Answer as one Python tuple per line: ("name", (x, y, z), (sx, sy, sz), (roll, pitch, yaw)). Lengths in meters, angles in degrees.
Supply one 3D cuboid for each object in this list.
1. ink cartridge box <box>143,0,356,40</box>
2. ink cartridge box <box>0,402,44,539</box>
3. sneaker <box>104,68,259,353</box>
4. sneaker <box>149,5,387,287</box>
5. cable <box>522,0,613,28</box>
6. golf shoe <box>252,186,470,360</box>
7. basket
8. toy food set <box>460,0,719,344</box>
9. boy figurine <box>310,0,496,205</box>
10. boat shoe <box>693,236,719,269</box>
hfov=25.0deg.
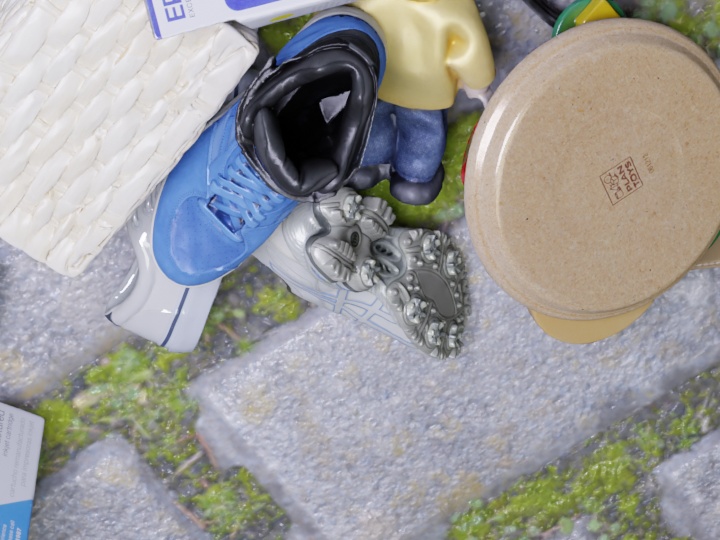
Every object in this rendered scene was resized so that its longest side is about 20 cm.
("ink cartridge box", (-0.040, -0.240, 0.882), (0.198, 0.047, 0.200), (-15, 89, -5))
("ink cartridge box", (-0.314, 0.137, 1.030), (0.199, 0.146, 0.084), (24, 133, -25))
("sneaker", (-0.112, -0.038, 1.028), (0.070, 0.073, 0.201), (14, 113, -14))
("sneaker", (-0.059, -0.058, 0.922), (0.077, 0.111, 0.200), (40, 106, -11))
("cable", (0.091, -0.200, 1.007), (0.198, 0.051, 0.098), (7, 128, -1))
("golf shoe", (0.000, 0.000, 1.077), (0.097, 0.079, 0.200), (1, 156, 36))
("basket", (-0.163, -0.116, 0.942), (0.135, 0.124, 0.200), (33, 108, -26))
("toy food set", (0.154, -0.062, 1.012), (0.198, 0.049, 0.200), (-47, 118, 1))
("boy figurine", (0.024, -0.140, 0.984), (0.123, 0.065, 0.201), (14, 125, 11))
("boat shoe", (0.194, -0.020, 1.103), (0.198, 0.065, 0.072), (-2, 120, -10))
